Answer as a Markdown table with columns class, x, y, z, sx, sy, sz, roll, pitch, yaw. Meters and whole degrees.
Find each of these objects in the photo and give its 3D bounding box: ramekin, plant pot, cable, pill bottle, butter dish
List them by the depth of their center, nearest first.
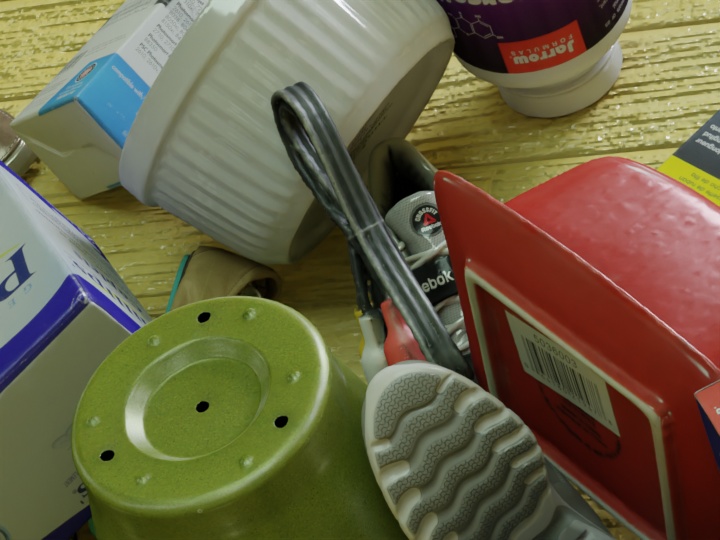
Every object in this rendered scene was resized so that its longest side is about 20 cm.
| class | x | y | z | sx | sy | sz | roll | pitch | yaw |
| --- | --- | --- | --- | --- | --- | --- | --- | --- | --- |
| butter dish | 0.151 | 0.025 | 1.269 | 0.148 | 0.200 | 0.200 | -39 | 54 | -18 |
| plant pot | -0.047 | 0.120 | 1.287 | 0.199 | 0.193 | 0.201 | -13 | 44 | 13 |
| cable | 0.000 | 0.000 | 1.360 | 0.050 | 0.201 | 0.097 | -29 | 6 | -11 |
| ramekin | -0.035 | -0.097 | 1.490 | 0.105 | 0.200 | 0.200 | 37 | 67 | 8 |
| pill bottle | 0.088 | -0.183 | 1.507 | 0.112 | 0.200 | 0.113 | -13 | 44 | 13 |

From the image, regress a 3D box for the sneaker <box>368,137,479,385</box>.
| class | x | y | z | sx | sy | sz | roll | pitch | yaw |
| --- | --- | --- | --- | --- | --- | --- | --- | --- | --- |
| sneaker | 0.041 | 0.007 | 1.432 | 0.074 | 0.089 | 0.200 | -25 | 45 | -2 |

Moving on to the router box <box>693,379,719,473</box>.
| class | x | y | z | sx | sy | sz | roll | pitch | yaw |
| --- | --- | --- | --- | --- | --- | --- | --- | --- | --- |
| router box | 0.254 | 0.086 | 1.174 | 0.179 | 0.200 | 0.049 | -26 | 48 | -1 |

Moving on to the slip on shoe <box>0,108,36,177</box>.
| class | x | y | z | sx | sy | sz | roll | pitch | yaw |
| --- | --- | --- | --- | --- | --- | --- | --- | --- | --- |
| slip on shoe | -0.294 | -0.098 | 1.703 | 0.199 | 0.061 | 0.076 | 21 | 60 | 38 |

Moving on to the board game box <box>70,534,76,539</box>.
| class | x | y | z | sx | sy | sz | roll | pitch | yaw |
| --- | --- | --- | --- | --- | --- | --- | --- | --- | --- |
| board game box | -0.208 | 0.134 | 1.472 | 0.104 | 0.024 | 0.201 | -20 | 44 | 10 |

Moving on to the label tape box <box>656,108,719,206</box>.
| class | x | y | z | sx | sy | sz | roll | pitch | yaw |
| --- | --- | --- | --- | --- | --- | --- | --- | --- | --- |
| label tape box | 0.245 | -0.039 | 1.398 | 0.200 | 0.063 | 0.144 | -42 | 46 | -16 |

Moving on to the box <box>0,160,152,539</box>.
| class | x | y | z | sx | sy | sz | roll | pitch | yaw |
| --- | --- | --- | --- | --- | --- | --- | --- | --- | --- |
| box | -0.207 | 0.059 | 1.414 | 0.184 | 0.105 | 0.200 | -45 | 37 | 0 |

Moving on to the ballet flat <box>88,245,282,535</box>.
| class | x | y | z | sx | sy | sz | roll | pitch | yaw |
| --- | --- | --- | --- | --- | --- | --- | --- | --- | --- |
| ballet flat | -0.092 | 0.066 | 1.454 | 0.063 | 0.069 | 0.201 | 9 | 53 | 12 |

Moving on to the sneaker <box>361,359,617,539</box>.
| class | x | y | z | sx | sy | sz | roll | pitch | yaw |
| --- | --- | --- | --- | --- | --- | --- | --- | --- | --- |
| sneaker | 0.057 | 0.107 | 1.258 | 0.075 | 0.200 | 0.082 | -42 | 35 | -1 |

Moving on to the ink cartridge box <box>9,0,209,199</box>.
| class | x | y | z | sx | sy | sz | roll | pitch | yaw |
| --- | --- | --- | --- | --- | --- | --- | --- | --- | --- |
| ink cartridge box | -0.111 | -0.142 | 1.622 | 0.200 | 0.068 | 0.116 | -50 | 17 | -23 |
